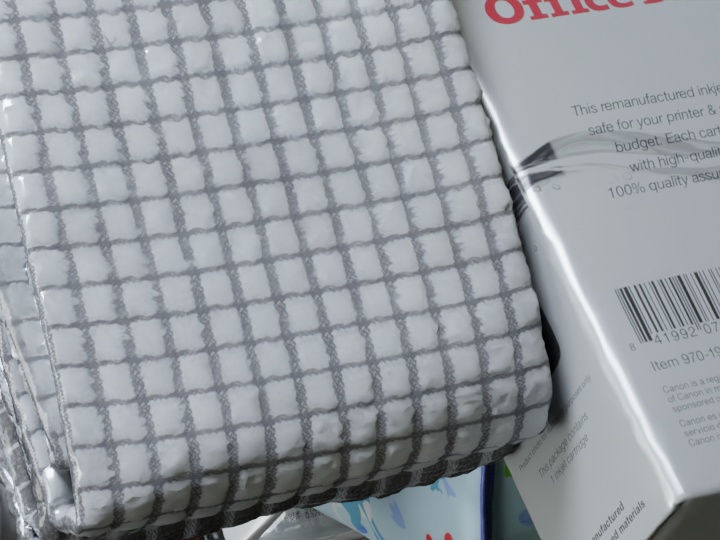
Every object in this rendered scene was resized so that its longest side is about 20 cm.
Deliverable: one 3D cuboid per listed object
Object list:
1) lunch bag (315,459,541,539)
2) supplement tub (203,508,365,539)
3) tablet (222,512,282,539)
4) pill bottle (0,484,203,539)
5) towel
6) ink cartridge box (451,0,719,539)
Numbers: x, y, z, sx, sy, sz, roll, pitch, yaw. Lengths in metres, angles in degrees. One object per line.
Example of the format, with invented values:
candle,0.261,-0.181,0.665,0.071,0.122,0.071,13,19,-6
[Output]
lunch bag,0.050,0.018,1.102,0.170,0.127,0.200,27,119,58
supplement tub,-0.029,0.022,1.256,0.122,0.122,0.200,-15,86,63
tablet,0.000,0.000,1.064,0.200,0.014,0.130,-47,35,23
pill bottle,-0.124,0.088,1.374,0.112,0.200,0.112,31,127,54
towel,-0.047,-0.021,0.858,0.086,0.165,0.200,135,122,-64
ink cartridge box,0.104,-0.005,0.909,0.200,0.145,0.083,66,150,25
